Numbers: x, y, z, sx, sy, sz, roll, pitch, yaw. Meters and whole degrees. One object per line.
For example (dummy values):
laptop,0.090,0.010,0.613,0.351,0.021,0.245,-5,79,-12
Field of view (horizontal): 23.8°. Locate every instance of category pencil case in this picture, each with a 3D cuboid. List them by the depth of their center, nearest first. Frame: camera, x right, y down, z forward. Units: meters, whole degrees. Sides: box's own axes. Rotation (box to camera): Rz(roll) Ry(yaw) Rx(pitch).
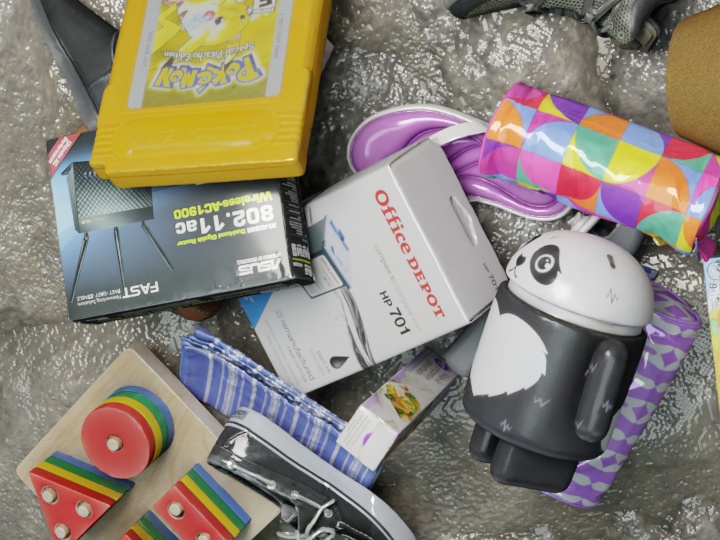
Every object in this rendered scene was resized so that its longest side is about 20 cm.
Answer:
pencil case,0.192,-0.077,1.337,0.199,0.088,0.089,25,107,14
pencil case,0.204,0.098,1.407,0.085,0.084,0.201,17,108,-25

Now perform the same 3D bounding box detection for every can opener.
can opener,0.156,0.020,1.420,0.067,0.053,0.200,41,110,4

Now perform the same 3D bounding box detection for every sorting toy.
sorting toy,-0.202,0.203,1.526,0.199,0.070,0.200,46,120,1

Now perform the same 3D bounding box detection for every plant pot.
plant pot,0.339,-0.143,1.286,0.199,0.186,0.188,3,103,29

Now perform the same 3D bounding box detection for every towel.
towel,-0.072,0.130,1.470,0.199,0.145,0.024,33,66,6

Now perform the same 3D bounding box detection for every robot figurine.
robot figurine,0.150,0.068,1.322,0.150,0.125,0.201,24,105,25

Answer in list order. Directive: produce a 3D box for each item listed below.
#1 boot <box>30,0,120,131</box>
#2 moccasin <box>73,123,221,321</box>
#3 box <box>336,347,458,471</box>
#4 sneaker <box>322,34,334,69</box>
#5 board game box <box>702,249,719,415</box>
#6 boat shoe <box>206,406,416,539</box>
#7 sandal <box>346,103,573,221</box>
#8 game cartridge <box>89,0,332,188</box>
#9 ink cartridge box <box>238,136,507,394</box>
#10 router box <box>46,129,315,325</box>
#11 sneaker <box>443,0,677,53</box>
boot,-0.166,-0.221,1.442,0.199,0.066,0.166,-33,71,13
moccasin,-0.174,-0.051,1.487,0.077,0.074,0.203,-27,84,27
box,0.033,0.110,1.394,0.039,0.200,0.042,37,108,7
sneaker,-0.077,-0.107,1.423,0.087,0.075,0.200,41,97,19
board game box,0.356,0.078,1.389,0.133,0.034,0.202,-6,100,16
boat shoe,-0.043,0.201,1.464,0.199,0.073,0.068,39,67,-15
sandal,0.083,-0.090,1.416,0.201,0.050,0.083,10,104,13
game cartridge,-0.115,-0.159,1.336,0.175,0.032,0.201,-3,58,18
ink cartridge box,0.000,0.000,1.416,0.199,0.086,0.147,-25,95,36
router box,-0.146,-0.047,1.369,0.198,0.062,0.151,-11,83,14
sneaker,0.167,-0.215,1.353,0.198,0.076,0.115,-16,91,12
